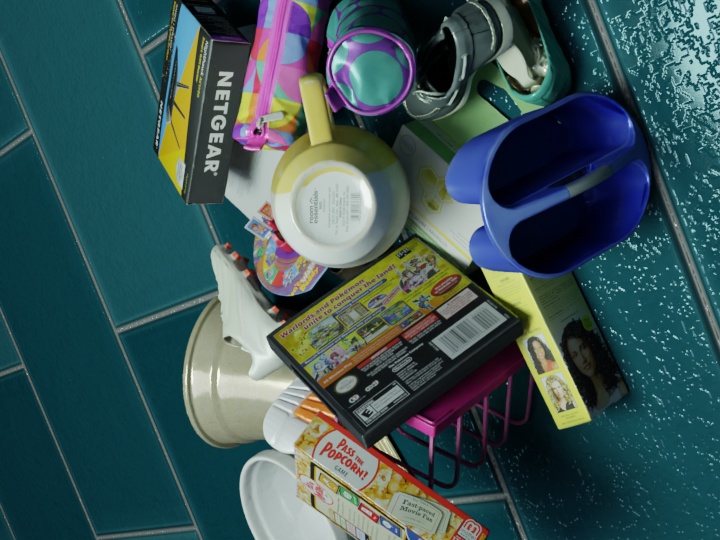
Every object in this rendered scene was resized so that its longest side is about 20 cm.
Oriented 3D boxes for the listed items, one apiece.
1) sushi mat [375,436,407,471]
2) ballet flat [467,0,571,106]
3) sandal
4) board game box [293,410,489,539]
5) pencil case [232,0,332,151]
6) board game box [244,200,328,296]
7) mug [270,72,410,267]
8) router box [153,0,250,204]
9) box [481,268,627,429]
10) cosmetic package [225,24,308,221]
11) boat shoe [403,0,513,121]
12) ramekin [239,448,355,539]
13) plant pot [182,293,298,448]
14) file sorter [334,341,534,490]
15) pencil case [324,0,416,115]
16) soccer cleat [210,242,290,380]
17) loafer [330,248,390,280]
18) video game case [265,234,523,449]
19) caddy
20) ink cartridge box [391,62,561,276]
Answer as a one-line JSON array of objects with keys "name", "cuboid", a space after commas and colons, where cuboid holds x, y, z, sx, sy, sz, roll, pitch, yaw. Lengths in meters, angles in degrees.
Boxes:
[{"name": "sushi mat", "cuboid": [0.021, 0.249, 1.440, 0.096, 0.012, 0.201, -39, 79, 48]}, {"name": "ballet flat", "cuboid": [0.136, -0.246, 1.061, 0.067, 0.070, 0.202, -27, 88, 33]}, {"name": "sandal", "cuboid": [-0.017, 0.128, 1.246, 0.079, 0.207, 0.059, 34, 161, 30]}, {"name": "board game box", "cuboid": [0.025, 0.239, 1.118, 0.199, 0.046, 0.152, 33, 154, 15]}, {"name": "pencil case", "cuboid": [-0.083, -0.223, 1.228, 0.088, 0.088, 0.202, 10, 90, 41]}, {"name": "board game box", "cuboid": [-0.062, -0.070, 1.263, 0.201, 0.039, 0.158, -53, 38, 8]}, {"name": "mug", "cuboid": [-0.036, -0.082, 1.129, 0.149, 0.153, 0.187, -43, 94, 6]}, {"name": "router box", "cuboid": [-0.188, -0.200, 1.318, 0.149, 0.051, 0.202, 51, 136, 49]}, {"name": "box", "cuboid": [0.192, 0.052, 1.143, 0.050, 0.075, 0.202, -27, 90, 49]}, {"name": "cosmetic package", "cuboid": [-0.120, -0.167, 1.361, 0.151, 0.051, 0.201, 45, 133, 23]}, {"name": "boat shoe", "cuboid": [0.074, -0.193, 1.075, 0.073, 0.061, 0.200, 63, 155, 5]}, {"name": "ramekin", "cuboid": [-0.056, 0.307, 1.462, 0.199, 0.105, 0.202, 27, 130, 38]}, {"name": "plant pot", "cuboid": [-0.083, 0.127, 1.378, 0.182, 0.200, 0.203, 4, 112, 30]}, {"name": "file sorter", "cuboid": [0.080, 0.140, 1.200, 0.138, 0.199, 0.127, 24, 127, 33]}, {"name": "pencil case", "cuboid": [0.008, -0.216, 1.114, 0.092, 0.200, 0.086, -28, 110, 11]}, {"name": "soccer cleat", "cuboid": [-0.138, 0.042, 1.311, 0.078, 0.069, 0.200, -43, 48, 6]}, {"name": "loafer", "cuboid": [0.000, 0.000, 1.305, 0.201, 0.071, 0.073, 54, 136, 12]}, {"name": "video game case", "cuboid": [0.032, 0.065, 1.139, 0.181, 0.199, 0.026, 40, 158, 42]}, {"name": "caddy", "cuboid": [0.175, -0.077, 1.019, 0.105, 0.199, 0.143, 0, 114, 60]}, {"name": "ink cartridge box", "cuboid": [0.104, -0.113, 1.173, 0.145, 0.048, 0.201, 44, 135, 22]}]
